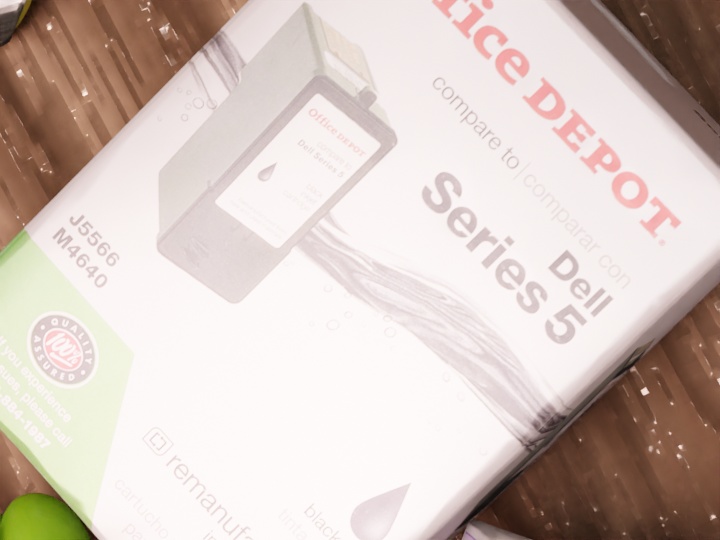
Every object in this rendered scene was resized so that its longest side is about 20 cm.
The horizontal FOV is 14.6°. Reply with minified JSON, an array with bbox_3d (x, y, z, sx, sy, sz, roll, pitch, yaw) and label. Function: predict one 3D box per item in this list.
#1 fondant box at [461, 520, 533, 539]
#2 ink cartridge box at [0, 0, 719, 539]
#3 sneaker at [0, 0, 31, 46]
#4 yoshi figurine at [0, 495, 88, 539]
[{"bbox_3d":[0.066,0.187,0.771,0.144,0.058,0.201,20,88,-6],"label":"fondant box"},{"bbox_3d":[0.000,0.000,0.802,0.200,0.084,0.146,-45,82,11],"label":"ink cartridge box"},{"bbox_3d":[-0.135,-0.163,0.836,0.078,0.090,0.201,-8,113,13],"label":"sneaker"},{"bbox_3d":[-0.083,0.165,0.789,0.112,0.112,0.201,5,59,-14],"label":"yoshi figurine"}]
